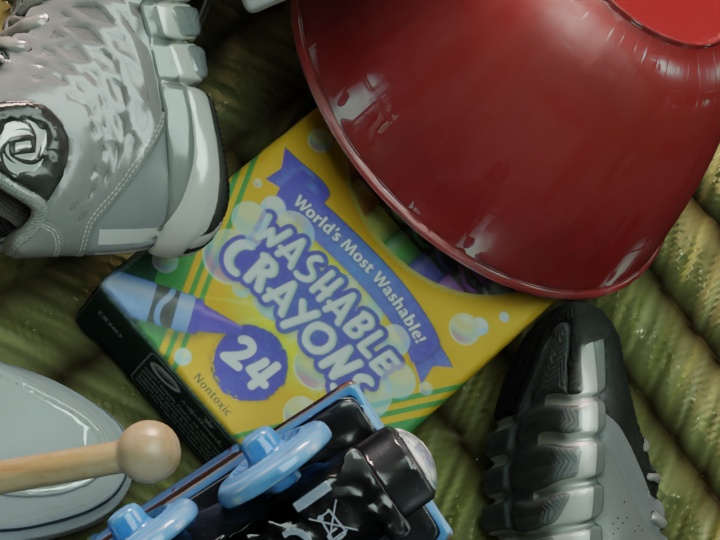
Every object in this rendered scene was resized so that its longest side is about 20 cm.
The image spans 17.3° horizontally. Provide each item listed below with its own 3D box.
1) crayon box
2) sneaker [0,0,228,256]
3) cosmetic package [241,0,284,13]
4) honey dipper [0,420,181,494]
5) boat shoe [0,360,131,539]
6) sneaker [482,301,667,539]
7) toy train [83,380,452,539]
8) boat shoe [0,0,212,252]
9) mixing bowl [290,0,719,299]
[{"bbox_3d":[0.000,0.000,0.975,0.200,0.052,0.126,-41,89,-26],"label":"crayon box"},{"bbox_3d":[-0.123,-0.099,0.880,0.115,0.075,0.200,-9,79,-21],"label":"sneaker"},{"bbox_3d":[-0.005,-0.176,0.925,0.102,0.200,0.074,-22,109,11],"label":"cosmetic package"},{"bbox_3d":[-0.159,0.081,0.846,0.200,0.038,0.038,-9,73,11],"label":"honey dipper"},{"bbox_3d":[-0.178,0.055,0.882,0.200,0.067,0.074,10,65,-16],"label":"boat shoe"},{"bbox_3d":[0.113,0.117,0.969,0.115,0.075,0.200,8,82,-22],"label":"sneaker"},{"bbox_3d":[-0.062,0.116,0.852,0.200,0.114,0.087,-34,95,-2],"label":"toy train"},{"bbox_3d":[-0.107,-0.094,0.965,0.069,0.057,0.200,31,66,-7],"label":"boat shoe"},{"bbox_3d":[0.084,-0.101,0.968,0.200,0.108,0.200,24,46,-27],"label":"mixing bowl"}]
